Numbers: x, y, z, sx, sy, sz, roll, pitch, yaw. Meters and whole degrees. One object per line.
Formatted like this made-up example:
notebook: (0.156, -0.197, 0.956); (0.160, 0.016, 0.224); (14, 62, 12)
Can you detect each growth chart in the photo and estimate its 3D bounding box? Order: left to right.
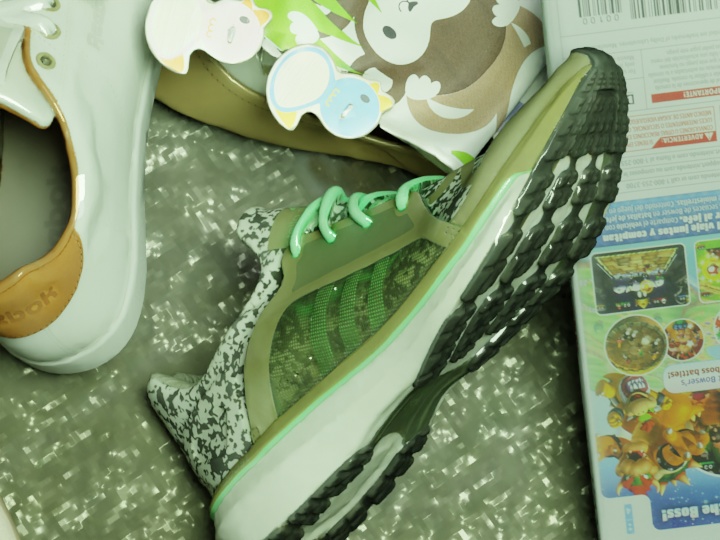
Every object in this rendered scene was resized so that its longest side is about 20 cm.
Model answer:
growth chart: (0.020, -0.101, 0.954); (0.200, 0.018, 0.145); (24, 71, -9)

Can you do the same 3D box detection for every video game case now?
video game case: (0.135, -0.013, 0.935); (0.143, 0.018, 0.200); (-7, 103, 2)

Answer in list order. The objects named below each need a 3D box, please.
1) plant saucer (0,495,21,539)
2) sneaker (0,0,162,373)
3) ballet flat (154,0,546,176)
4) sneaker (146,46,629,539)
plant saucer: (-0.184, 0.107, 0.796); (0.200, 0.029, 0.200); (5, 73, -16)
sneaker: (-0.102, -0.074, 0.935); (0.073, 0.085, 0.200); (-11, 72, 15)
ballet flat: (0.007, -0.069, 0.987); (0.200, 0.063, 0.069); (18, 68, -10)
sneaker: (0.000, 0.000, 0.916); (0.089, 0.077, 0.200); (45, 107, 17)
